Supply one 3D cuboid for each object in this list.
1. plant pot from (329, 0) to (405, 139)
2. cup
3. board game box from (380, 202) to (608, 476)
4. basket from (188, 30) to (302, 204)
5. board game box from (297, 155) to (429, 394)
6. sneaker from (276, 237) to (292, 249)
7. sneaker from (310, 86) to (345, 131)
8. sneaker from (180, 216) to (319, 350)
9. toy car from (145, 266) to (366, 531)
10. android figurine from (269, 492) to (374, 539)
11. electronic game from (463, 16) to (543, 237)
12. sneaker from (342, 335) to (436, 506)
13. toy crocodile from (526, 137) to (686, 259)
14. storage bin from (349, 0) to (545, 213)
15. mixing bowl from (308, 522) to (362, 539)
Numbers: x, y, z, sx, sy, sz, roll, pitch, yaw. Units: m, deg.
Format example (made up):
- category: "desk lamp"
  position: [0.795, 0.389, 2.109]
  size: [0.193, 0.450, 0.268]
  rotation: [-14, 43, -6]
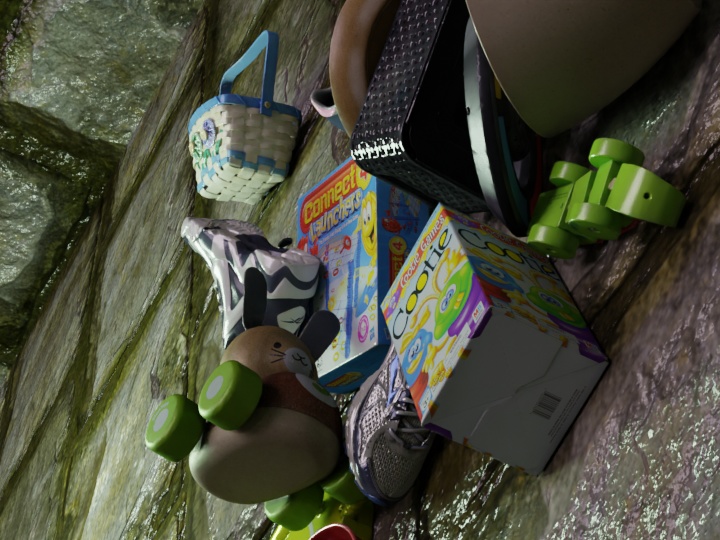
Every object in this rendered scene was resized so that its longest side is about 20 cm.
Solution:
- category: "plant pot"
  position: [0.061, -0.181, 1.565]
  size: [0.027, 0.199, 0.201]
  rotation: [2, 68, 56]
- category: "cup"
  position: [0.174, -0.220, 1.315]
  size: [0.142, 0.201, 0.201]
  rotation: [-20, 39, 23]
- category: "board game box"
  position: [0.095, 0.046, 1.302]
  size: [0.105, 0.102, 0.200]
  rotation: [-61, 18, 17]
- category: "basket"
  position: [-0.155, -0.204, 2.338]
  size: [0.176, 0.138, 0.202]
  rotation: [142, 138, -59]
- category: "board game box"
  position: [0.000, 0.000, 1.643]
  size: [0.200, 0.055, 0.198]
  rotation: [146, 127, -61]
- category: "sneaker"
  position: [-0.070, 0.006, 1.835]
  size: [0.074, 0.117, 0.200]
  rotation: [-69, 16, -4]
- category: "sneaker"
  position: [0.014, -0.233, 1.958]
  size: [0.200, 0.082, 0.070]
  rotation: [-53, 21, 37]
- category: "sneaker"
  position: [-0.121, 0.026, 1.720]
  size: [0.198, 0.079, 0.131]
  rotation: [23, 106, 41]
- category: "toy car"
  position: [-0.071, 0.095, 1.522]
  size: [0.157, 0.164, 0.201]
  rotation: [-31, 35, 42]
- category: "android figurine"
  position: [-0.044, 0.265, 1.547]
  size: [0.201, 0.041, 0.182]
  rotation: [-61, 17, 22]
- category: "electronic game"
  position: [0.120, -0.127, 1.385]
  size: [0.200, 0.041, 0.202]
  rotation: [-6, -90, -75]
- category: "sneaker"
  position: [0.048, 0.096, 1.436]
  size: [0.085, 0.077, 0.201]
  rotation: [-16, 53, 61]
- category: "toy crocodile"
  position: [0.174, -0.047, 1.278]
  size: [0.200, 0.061, 0.068]
  rotation: [153, 138, -72]
- category: "storage bin"
  position: [0.093, -0.162, 1.508]
  size: [0.094, 0.135, 0.201]
  rotation: [-4, 63, 60]
- category: "mixing bowl"
  position: [-0.003, 0.296, 1.259]
  size: [0.201, 0.108, 0.201]
  rotation: [-56, 20, 32]
